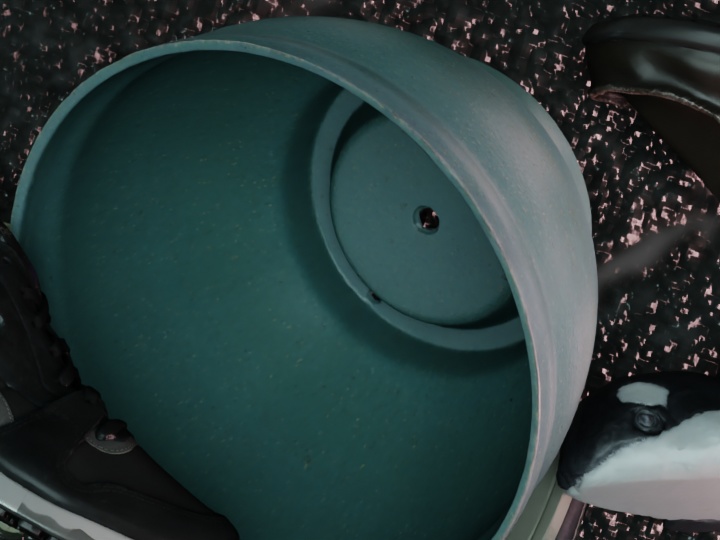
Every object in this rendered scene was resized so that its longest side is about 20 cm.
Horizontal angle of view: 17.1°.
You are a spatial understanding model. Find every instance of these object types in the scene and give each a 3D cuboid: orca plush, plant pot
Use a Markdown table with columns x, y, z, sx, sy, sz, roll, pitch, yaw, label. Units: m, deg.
| x | y | z | sx | sy | sz | roll | pitch | yaw | label |
| --- | --- | --- | --- | --- | --- | --- | --- | --- | --- |
| 0.166 | 0.046 | 0.862 | 0.199 | 0.105 | 0.072 | -4 | 69 | -1 | orca plush |
| 0.000 | 0.000 | 0.816 | 0.199 | 0.134 | 0.201 | 13 | 117 | 27 | plant pot |

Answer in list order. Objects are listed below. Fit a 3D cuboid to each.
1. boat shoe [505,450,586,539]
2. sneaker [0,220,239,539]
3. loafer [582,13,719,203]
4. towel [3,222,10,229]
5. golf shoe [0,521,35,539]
| x | y | z | sx | sy | sz | roll | pitch | yaw | label |
| --- | --- | --- | --- | --- | --- | --- | --- | --- | --- |
| 0.034 | 0.143 | 0.886 | 0.063 | 0.073 | 0.201 | 33 | 84 | -43 | boat shoe |
| -0.118 | 0.030 | 0.773 | 0.199 | 0.076 | 0.088 | 28 | 81 | -6 | sneaker |
| 0.164 | -0.029 | 0.861 | 0.199 | 0.073 | 0.072 | 27 | 89 | 0 | loafer |
| -0.213 | 0.052 | 0.888 | 0.148 | 0.036 | 0.201 | 26 | 92 | 1 | towel |
| -0.100 | 0.122 | 0.858 | 0.088 | 0.077 | 0.200 | -34 | 91 | 45 | golf shoe |
